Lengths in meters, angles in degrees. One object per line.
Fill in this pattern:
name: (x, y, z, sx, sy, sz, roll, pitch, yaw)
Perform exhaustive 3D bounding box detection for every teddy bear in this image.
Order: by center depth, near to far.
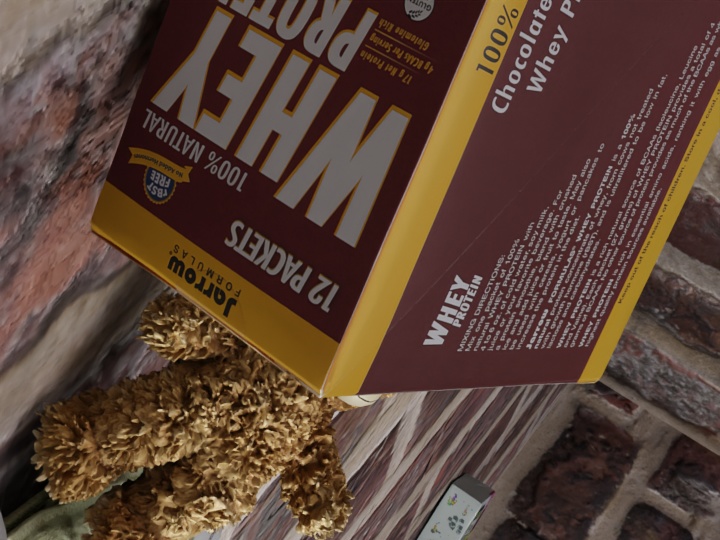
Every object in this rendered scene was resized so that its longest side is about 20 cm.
teddy bear: (-0.056, 0.069, 0.752, 0.200, 0.145, 0.067, -14, -174, -18)

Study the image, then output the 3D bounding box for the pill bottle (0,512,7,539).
pill bottle: (-0.164, 0.100, 0.486, 0.114, 0.114, 0.200, -51, 166, -30)

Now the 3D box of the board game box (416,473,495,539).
board game box: (0.135, 0.437, 2.592, 0.200, 0.064, 0.148, -59, 167, 7)

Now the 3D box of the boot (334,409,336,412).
boot: (0.000, 0.000, 0.894, 0.166, 0.072, 0.200, -19, 142, -48)

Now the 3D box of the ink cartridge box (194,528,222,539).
ink cartridge box: (-0.096, 0.118, 0.956, 0.200, 0.050, 0.161, -53, 167, -13)

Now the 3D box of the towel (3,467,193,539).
towel: (-0.137, 0.182, 0.813, 0.148, 0.036, 0.200, -32, 135, -42)

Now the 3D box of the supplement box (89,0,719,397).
supplement box: (0.035, -0.069, 0.628, 0.200, 0.133, 0.197, 2, 116, -53)
